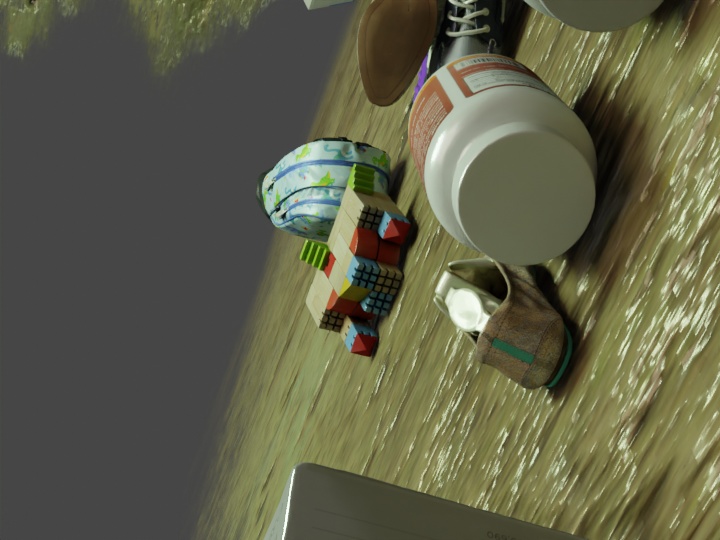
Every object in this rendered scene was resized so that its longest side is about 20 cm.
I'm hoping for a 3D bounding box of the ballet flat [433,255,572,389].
[{"bbox_3d":[0.087,0.022,0.824,0.200,0.067,0.068,-121,50,-78],"label":"ballet flat"}]

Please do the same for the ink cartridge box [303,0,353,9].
[{"bbox_3d":[-0.094,-0.746,2.946,0.200,0.128,0.125,64,153,20],"label":"ink cartridge box"}]

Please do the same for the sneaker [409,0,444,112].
[{"bbox_3d":[0.085,-0.198,1.265,0.100,0.069,0.200,117,168,-53],"label":"sneaker"}]

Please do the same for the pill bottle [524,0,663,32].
[{"bbox_3d":[0.144,-0.231,0.809,0.200,0.119,0.120,-88,19,-61],"label":"pill bottle"}]

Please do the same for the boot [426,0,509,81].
[{"bbox_3d":[0.098,-0.238,1.164,0.090,0.073,0.200,74,-159,-47],"label":"boot"}]

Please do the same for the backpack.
[{"bbox_3d":[-0.036,-0.101,1.583,0.200,0.163,0.154,134,145,-55],"label":"backpack"}]

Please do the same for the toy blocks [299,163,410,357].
[{"bbox_3d":[0.000,0.000,1.364,0.137,0.100,0.200,-124,51,-64],"label":"toy blocks"}]

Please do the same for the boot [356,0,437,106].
[{"bbox_3d":[0.042,-0.254,1.218,0.146,0.070,0.200,-73,-1,-87],"label":"boot"}]

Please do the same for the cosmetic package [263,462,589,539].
[{"bbox_3d":[0.014,0.225,0.538,0.200,0.165,0.165,-83,13,-51],"label":"cosmetic package"}]

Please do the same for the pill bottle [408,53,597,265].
[{"bbox_3d":[0.094,-0.075,0.828,0.200,0.112,0.112,-97,27,-70],"label":"pill bottle"}]
